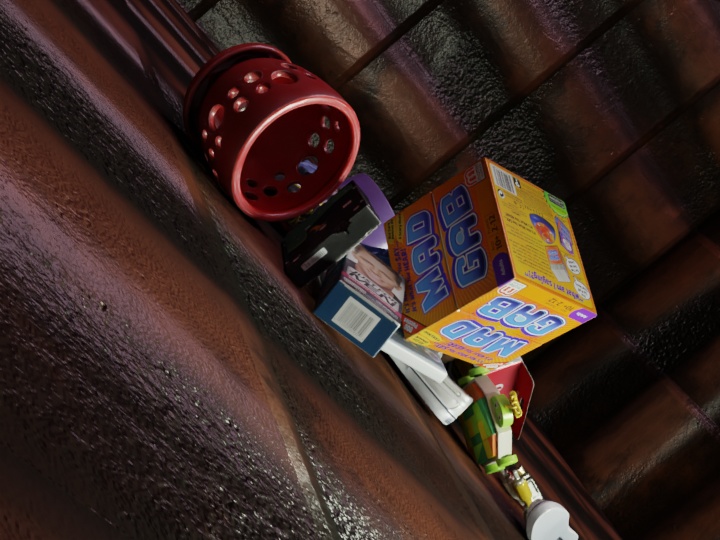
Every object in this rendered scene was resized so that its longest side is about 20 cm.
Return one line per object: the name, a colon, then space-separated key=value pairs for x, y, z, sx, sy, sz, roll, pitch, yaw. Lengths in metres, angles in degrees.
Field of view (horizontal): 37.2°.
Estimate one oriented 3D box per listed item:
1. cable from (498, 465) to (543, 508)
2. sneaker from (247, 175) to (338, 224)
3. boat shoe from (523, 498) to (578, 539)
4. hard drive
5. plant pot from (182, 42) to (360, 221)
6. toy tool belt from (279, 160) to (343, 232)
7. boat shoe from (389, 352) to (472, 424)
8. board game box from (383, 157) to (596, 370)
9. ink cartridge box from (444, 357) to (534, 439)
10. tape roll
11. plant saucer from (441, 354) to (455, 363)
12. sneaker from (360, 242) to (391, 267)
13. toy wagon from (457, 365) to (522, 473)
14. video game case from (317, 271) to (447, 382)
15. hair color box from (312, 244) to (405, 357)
cable: x=0.286 y=0.404 z=1.785 sx=0.200 sy=0.050 sz=0.097 roll=62 pitch=-14 yaw=-7
sneaker: x=-0.088 y=-0.091 z=1.627 sx=0.200 sy=0.075 sz=0.085 roll=26 pitch=30 yaw=-9
boat shoe: x=0.274 y=0.380 z=1.614 sx=0.065 sy=0.074 sz=0.200 roll=48 pitch=-7 yaw=34
hard drive: x=-0.043 y=-0.053 z=1.472 sx=0.038 sy=0.140 sz=0.200 roll=50 pitch=4 yaw=-15
plant pot: x=-0.126 y=-0.196 z=1.449 sx=0.183 sy=0.200 sz=0.200 roll=50 pitch=4 yaw=37
toy tool belt: x=-0.086 y=-0.132 z=1.766 sx=0.125 sy=0.123 sz=0.200 roll=49 pitch=5 yaw=-15
boat shoe: x=0.096 y=0.140 z=1.640 sx=0.200 sy=0.065 sz=0.074 roll=52 pitch=5 yaw=14
board game box: x=0.185 y=-0.003 z=1.550 sx=0.200 sy=0.200 sz=0.200 roll=22 pitch=47 yaw=-42
ink cartridge box: x=0.209 y=0.184 z=1.815 sx=0.200 sy=0.084 sz=0.176 roll=90 pitch=-23 yaw=-53
tape roll: x=0.003 y=-0.066 z=1.903 sx=0.200 sy=0.085 sz=0.200 roll=58 pitch=-16 yaw=27
plant saucer: x=0.074 y=0.095 z=1.761 sx=0.200 sy=0.035 sz=0.200 roll=35 pitch=-11 yaw=8
sneaker: x=0.000 y=0.000 z=1.660 sx=0.200 sy=0.078 sz=0.070 roll=14 pitch=19 yaw=13
toy wagon: x=0.196 y=0.225 z=1.637 sx=0.200 sy=0.039 sz=0.155 roll=115 pitch=-40 yaw=-69
video game case: x=0.025 y=0.064 z=1.538 sx=0.200 sy=0.023 sz=0.182 roll=32 pitch=18 yaw=-25
hair color box: x=0.002 y=0.032 z=1.428 sx=0.100 sy=0.061 sz=0.200 roll=37 pitch=15 yaw=-7
